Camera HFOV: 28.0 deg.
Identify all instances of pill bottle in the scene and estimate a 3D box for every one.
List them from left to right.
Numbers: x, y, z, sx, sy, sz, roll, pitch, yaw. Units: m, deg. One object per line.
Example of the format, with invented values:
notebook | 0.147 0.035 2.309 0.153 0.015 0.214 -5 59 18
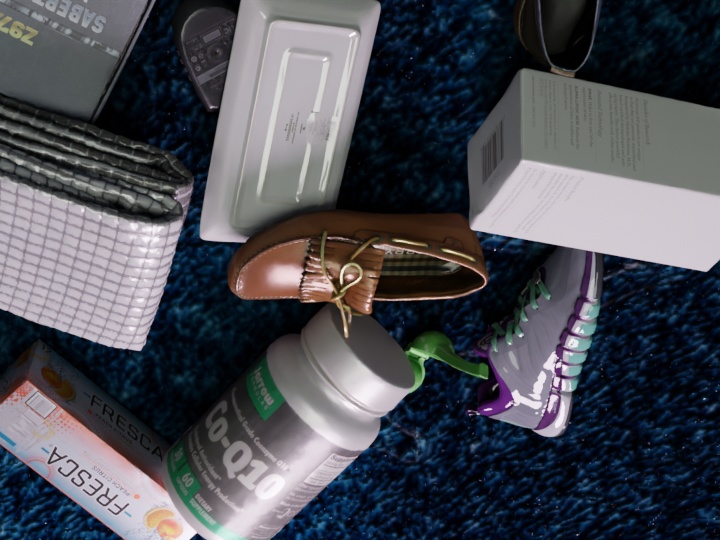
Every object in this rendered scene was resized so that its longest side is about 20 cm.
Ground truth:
pill bottle | -0.057 0.123 1.154 0.113 0.113 0.200 38 109 -20

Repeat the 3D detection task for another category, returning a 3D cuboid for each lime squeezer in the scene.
lime squeezer | 0.047 0.092 1.174 0.038 0.071 0.200 9 151 -33

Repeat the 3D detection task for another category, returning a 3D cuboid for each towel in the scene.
towel | -0.232 -0.037 1.058 0.199 0.086 0.166 18 140 -7

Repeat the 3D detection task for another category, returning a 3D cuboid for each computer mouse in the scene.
computer mouse | -0.087 -0.119 1.079 0.058 0.034 0.201 -27 122 -7

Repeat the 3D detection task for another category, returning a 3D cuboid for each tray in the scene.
tray | -0.051 -0.107 1.066 0.107 0.022 0.201 3 115 -23

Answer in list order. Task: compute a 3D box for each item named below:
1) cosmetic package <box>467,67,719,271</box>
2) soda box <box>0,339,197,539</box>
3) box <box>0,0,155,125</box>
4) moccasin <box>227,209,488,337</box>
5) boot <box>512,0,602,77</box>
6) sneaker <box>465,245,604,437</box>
cosmetic package | 0.190 -0.070 1.054 0.199 0.081 0.113 9 153 -15
soda box | -0.215 0.150 1.184 0.064 0.068 0.200 -40 112 17
box | -0.246 -0.210 1.008 0.199 0.051 0.158 26 114 -15
moccasin | 0.000 0.001 1.087 0.201 0.078 0.074 1 132 -23
boot | 0.155 -0.231 0.992 0.074 0.097 0.201 5 117 -6
sneaker | 0.138 0.045 1.148 0.087 0.074 0.201 8 117 -1
